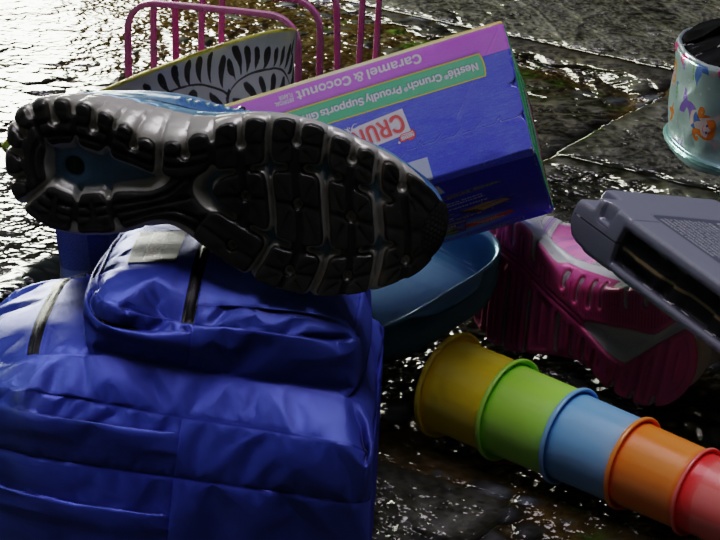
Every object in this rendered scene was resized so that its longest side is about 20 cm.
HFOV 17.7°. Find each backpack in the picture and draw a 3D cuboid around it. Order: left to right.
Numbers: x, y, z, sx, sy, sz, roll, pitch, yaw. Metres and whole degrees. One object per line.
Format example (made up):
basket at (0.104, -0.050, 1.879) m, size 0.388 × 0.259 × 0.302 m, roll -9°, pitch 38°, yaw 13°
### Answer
backpack at (-0.091, 0.064, 1.073) m, size 0.200 × 0.168 × 0.163 m, roll 3°, pitch 16°, yaw 2°
backpack at (0.302, -0.098, 1.540) m, size 0.200 × 0.151 × 0.178 m, roll 8°, pitch 19°, yaw -6°

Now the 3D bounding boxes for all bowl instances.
bowl at (-0.116, -0.073, 1.459) m, size 0.201 × 0.094 × 0.201 m, roll -22°, pitch 1°, yaw 0°

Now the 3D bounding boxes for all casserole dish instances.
casserole dish at (0.000, 0.000, 1.374) m, size 0.121 × 0.039 × 0.200 m, roll -30°, pitch 35°, yaw -25°

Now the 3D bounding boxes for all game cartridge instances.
game cartridge at (0.221, 0.018, 1.241) m, size 0.133 × 0.040 × 0.200 m, roll -1°, pitch 29°, yaw -40°

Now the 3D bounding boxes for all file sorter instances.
file sorter at (-0.074, -0.155, 1.665) m, size 0.139 × 0.126 × 0.200 m, roll 9°, pitch 23°, yaw 15°

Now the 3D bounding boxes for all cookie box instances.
cookie box at (0.012, -0.057, 1.242) m, size 0.171 × 0.075 × 0.200 m, roll -16°, pitch -8°, yaw 5°

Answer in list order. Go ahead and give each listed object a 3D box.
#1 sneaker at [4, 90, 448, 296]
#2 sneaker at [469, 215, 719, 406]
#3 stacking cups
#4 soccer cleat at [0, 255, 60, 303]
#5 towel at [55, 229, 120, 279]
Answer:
sneaker at (-0.053, -0.049, 1.030) m, size 0.200 × 0.078 × 0.090 m, roll 15°, pitch 23°, yaw 15°
sneaker at (0.141, 0.016, 1.348) m, size 0.088 × 0.081 × 0.200 m, roll -12°, pitch 32°, yaw -42°
stacking cups at (0.121, 0.088, 1.175) m, size 0.200 × 0.061 × 0.060 m, roll 20°, pitch 27°, yaw 36°
soccer cleat at (-0.188, 0.040, 1.201) m, size 0.068 × 0.081 × 0.200 m, roll 45°, pitch 40°, yaw 2°
towel at (-0.079, 0.020, 1.186) m, size 0.147 × 0.200 × 0.024 m, roll 0°, pitch 62°, yaw -1°
